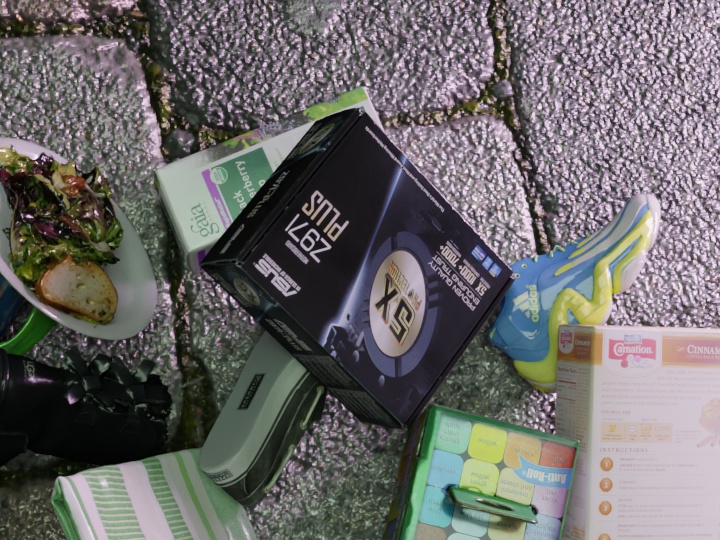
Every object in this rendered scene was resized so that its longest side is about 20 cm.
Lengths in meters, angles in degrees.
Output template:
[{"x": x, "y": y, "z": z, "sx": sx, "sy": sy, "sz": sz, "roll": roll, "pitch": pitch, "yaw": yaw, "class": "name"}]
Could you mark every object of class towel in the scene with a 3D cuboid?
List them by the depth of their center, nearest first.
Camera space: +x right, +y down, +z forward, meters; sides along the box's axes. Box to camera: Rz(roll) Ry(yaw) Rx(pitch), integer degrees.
[{"x": -0.141, "y": 0.211, "z": 0.980, "sx": 0.023, "sy": 0.199, "sz": 0.154, "roll": -35, "pitch": 73, "yaw": 24, "class": "towel"}]

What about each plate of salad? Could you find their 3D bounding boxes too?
[{"x": -0.235, "y": -0.033, "z": 1.049, "sx": 0.048, "sy": 0.200, "sz": 0.201, "roll": -39, "pitch": 81, "yaw": 24, "class": "plate of salad"}]

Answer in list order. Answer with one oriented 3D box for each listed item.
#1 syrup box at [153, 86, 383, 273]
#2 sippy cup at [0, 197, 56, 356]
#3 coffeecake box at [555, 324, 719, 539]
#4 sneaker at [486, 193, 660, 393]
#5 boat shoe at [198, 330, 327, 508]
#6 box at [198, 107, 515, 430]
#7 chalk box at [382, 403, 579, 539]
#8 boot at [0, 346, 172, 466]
[{"x": -0.073, "y": -0.077, "z": 1.121, "sx": 0.198, "sy": 0.081, "sz": 0.079, "roll": -23, "pitch": 80, "yaw": -11, "class": "syrup box"}, {"x": -0.332, "y": 0.006, "z": 1.062, "sx": 0.177, "sy": 0.140, "sz": 0.131, "roll": 37, "pitch": 66, "yaw": -7, "class": "sippy cup"}, {"x": 0.242, "y": 0.147, "z": 1.064, "sx": 0.152, "sy": 0.073, "sz": 0.203, "roll": 3, "pitch": 89, "yaw": -16, "class": "coffeecake box"}, {"x": 0.180, "y": 0.001, "z": 1.126, "sx": 0.104, "sy": 0.076, "sz": 0.201, "roll": 31, "pitch": 77, "yaw": 4, "class": "sneaker"}, {"x": -0.064, "y": 0.104, "z": 1.091, "sx": 0.064, "sy": 0.070, "sz": 0.201, "roll": 49, "pitch": 59, "yaw": -31, "class": "boat shoe"}, {"x": 0.000, "y": 0.000, "z": 1.037, "sx": 0.200, "sy": 0.086, "sz": 0.164, "roll": 46, "pitch": 70, "yaw": -18, "class": "box"}, {"x": 0.092, "y": 0.182, "z": 1.012, "sx": 0.123, "sy": 0.200, "sz": 0.125, "roll": 15, "pitch": 76, "yaw": -1, "class": "chalk box"}, {"x": -0.255, "y": 0.132, "z": 1.044, "sx": 0.161, "sy": 0.198, "sz": 0.074, "roll": 14, "pitch": 48, "yaw": -31, "class": "boot"}]
